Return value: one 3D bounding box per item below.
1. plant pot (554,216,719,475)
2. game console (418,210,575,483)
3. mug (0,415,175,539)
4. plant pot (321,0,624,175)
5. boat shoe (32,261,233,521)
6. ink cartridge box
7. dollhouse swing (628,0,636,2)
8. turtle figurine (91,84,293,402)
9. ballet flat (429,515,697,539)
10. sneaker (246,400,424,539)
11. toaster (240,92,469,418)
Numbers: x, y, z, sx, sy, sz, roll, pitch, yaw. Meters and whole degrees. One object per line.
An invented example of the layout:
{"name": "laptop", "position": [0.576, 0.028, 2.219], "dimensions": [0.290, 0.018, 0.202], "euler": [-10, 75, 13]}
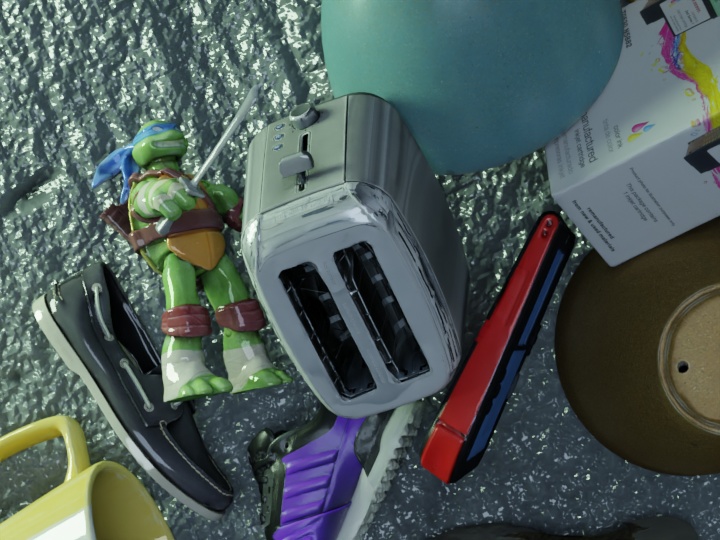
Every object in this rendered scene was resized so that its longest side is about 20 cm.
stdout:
{"name": "plant pot", "position": [0.226, 0.051, 1.132], "dimensions": [0.185, 0.200, 0.188], "euler": [0, 90, 2]}
{"name": "game console", "position": [0.096, 0.050, 1.137], "dimensions": [0.031, 0.200, 0.178], "euler": [28, 92, 9]}
{"name": "mug", "position": [-0.212, 0.217, 1.203], "dimensions": [0.153, 0.187, 0.150], "euler": [-24, 122, 11]}
{"name": "plant pot", "position": [0.056, -0.182, 1.120], "dimensions": [0.199, 0.135, 0.201], "euler": [-13, 51, 16]}
{"name": "boat shoe", "position": [-0.145, 0.082, 1.212], "dimensions": [0.063, 0.073, 0.200], "euler": [-39, 84, 5]}
{"name": "ink cartridge box", "position": [0.219, -0.114, 1.122], "dimensions": [0.199, 0.145, 0.084], "euler": [-27, 129, 23]}
{"name": "dollhouse swing", "position": [0.224, -0.270, 1.141], "dimensions": [0.199, 0.176, 0.182], "euler": [27, 91, 1]}
{"name": "turtle figurine", "position": [-0.083, -0.018, 1.171], "dimensions": [0.199, 0.144, 0.195], "euler": [-11, 85, 6]}
{"name": "ballet flat", "position": [0.136, 0.206, 1.212], "dimensions": [0.199, 0.068, 0.047], "euler": [-5, 123, 0]}
{"name": "sneaker", "position": [-0.041, 0.159, 1.215], "dimensions": [0.099, 0.070, 0.201], "euler": [28, 88, 9]}
{"name": "toaster", "position": [0.000, 0.000, 1.079], "dimensions": [0.113, 0.129, 0.201], "euler": [-18, 118, 14]}
